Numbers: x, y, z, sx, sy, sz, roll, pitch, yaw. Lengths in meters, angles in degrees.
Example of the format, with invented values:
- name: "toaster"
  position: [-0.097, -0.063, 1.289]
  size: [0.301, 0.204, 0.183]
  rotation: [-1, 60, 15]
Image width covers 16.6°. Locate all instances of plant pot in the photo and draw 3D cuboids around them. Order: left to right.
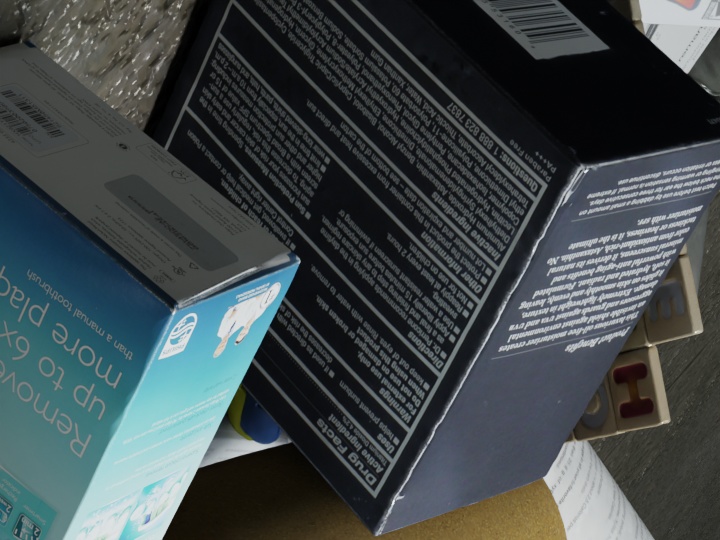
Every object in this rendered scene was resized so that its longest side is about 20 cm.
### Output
- name: "plant pot"
  position: [-0.010, 0.148, 1.083]
  size: [0.199, 0.187, 0.187]
  rotation: [-28, 152, -28]

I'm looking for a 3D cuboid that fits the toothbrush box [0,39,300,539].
- name: "toothbrush box"
  position: [-0.134, 0.040, 0.919]
  size: [0.085, 0.146, 0.201]
  rotation: [-23, 146, -55]

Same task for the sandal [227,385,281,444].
- name: "sandal"
  position: [0.000, 0.000, 1.204]
  size: [0.201, 0.087, 0.080]
  rotation: [-61, -175, 6]

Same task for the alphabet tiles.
- name: "alphabet tiles"
  position: [0.088, -0.025, 1.094]
  size: [0.007, 0.202, 0.167]
  rotation: [-7, 174, -30]

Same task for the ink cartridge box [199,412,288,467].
- name: "ink cartridge box"
  position: [-0.141, 0.130, 1.256]
  size: [0.200, 0.050, 0.162]
  rotation: [-38, 165, 11]

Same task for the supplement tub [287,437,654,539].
- name: "supplement tub"
  position: [0.065, 0.125, 1.270]
  size: [0.131, 0.200, 0.132]
  rotation: [-30, -157, 14]

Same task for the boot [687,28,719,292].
- name: "boot"
  position: [0.191, -0.063, 1.404]
  size: [0.072, 0.181, 0.202]
  rotation: [21, 79, -32]

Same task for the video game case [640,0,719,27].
- name: "video game case"
  position: [0.136, -0.195, 1.108]
  size: [0.181, 0.024, 0.201]
  rotation: [0, 134, -25]

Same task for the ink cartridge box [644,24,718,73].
- name: "ink cartridge box"
  position: [0.116, -0.138, 1.287]
  size: [0.145, 0.084, 0.200]
  rotation: [-56, 160, 9]

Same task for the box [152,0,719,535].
- name: "box"
  position: [0.022, -0.036, 1.037]
  size: [0.123, 0.200, 0.199]
  rotation: [-12, 140, -46]
